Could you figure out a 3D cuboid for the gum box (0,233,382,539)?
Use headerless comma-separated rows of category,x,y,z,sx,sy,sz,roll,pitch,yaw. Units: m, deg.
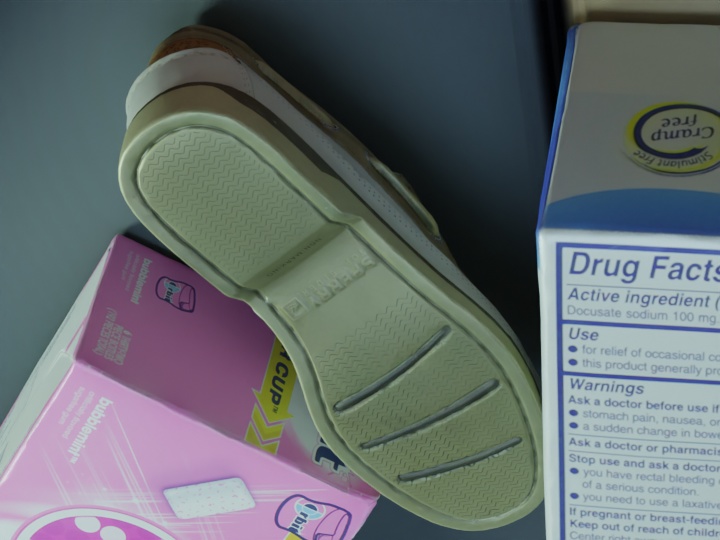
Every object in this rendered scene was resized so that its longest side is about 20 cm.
gum box,-0.081,0.093,1.059,0.113,0.066,0.200,26,132,-11

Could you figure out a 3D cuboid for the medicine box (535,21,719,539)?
medicine box,0.151,0.031,0.932,0.181,0.103,0.201,3,133,8

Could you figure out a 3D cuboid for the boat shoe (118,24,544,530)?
boat shoe,0.000,0.000,0.956,0.074,0.069,0.200,-26,122,21
